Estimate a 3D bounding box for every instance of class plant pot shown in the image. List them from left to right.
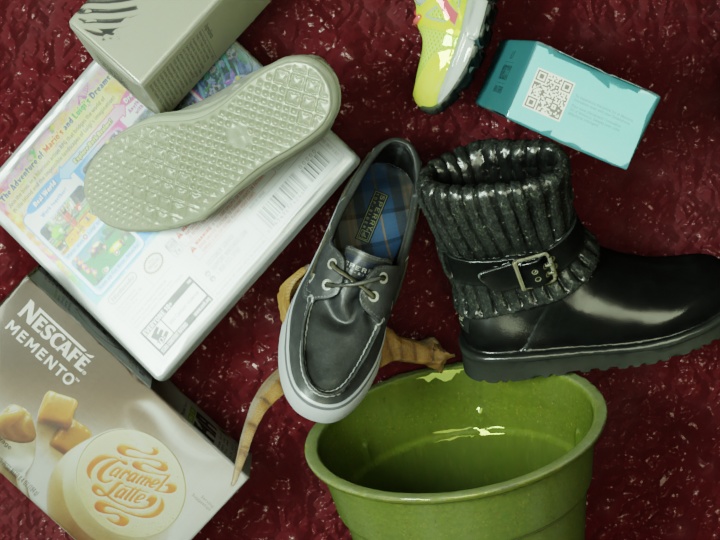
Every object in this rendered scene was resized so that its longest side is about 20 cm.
[{"bbox_3d":[0.074,0.187,1.249,0.198,0.200,0.192,-9,110,0],"label":"plant pot"}]

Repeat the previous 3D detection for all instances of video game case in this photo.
[{"bbox_3d":[-0.130,-0.061,1.255,0.182,0.024,0.200,43,95,10],"label":"video game case"}]

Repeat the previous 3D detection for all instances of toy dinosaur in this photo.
[{"bbox_3d":[-0.023,0.056,1.242,0.199,0.061,0.106,-17,55,-32],"label":"toy dinosaur"}]

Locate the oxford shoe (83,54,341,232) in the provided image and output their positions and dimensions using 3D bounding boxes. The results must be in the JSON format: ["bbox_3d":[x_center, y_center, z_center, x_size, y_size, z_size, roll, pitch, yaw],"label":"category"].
[{"bbox_3d":[-0.091,-0.081,1.211,0.199,0.058,0.076,-26,96,23],"label":"oxford shoe"}]

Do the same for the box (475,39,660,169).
[{"bbox_3d":[0.126,-0.108,1.189,0.082,0.200,0.049,23,96,-4],"label":"box"}]

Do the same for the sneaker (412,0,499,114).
[{"bbox_3d":[0.052,-0.205,1.244,0.089,0.078,0.202,11,92,5],"label":"sneaker"}]

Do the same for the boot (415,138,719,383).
[{"bbox_3d":[0.149,-0.016,1.240,0.209,0.080,0.159,-12,117,0],"label":"boot"}]

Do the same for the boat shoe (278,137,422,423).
[{"bbox_3d":[0.000,0.000,1.217,0.069,0.066,0.201,22,61,2],"label":"boat shoe"}]

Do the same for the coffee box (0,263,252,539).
[{"bbox_3d":[-0.183,0.105,1.269,0.200,0.080,0.114,44,94,-7],"label":"coffee box"}]

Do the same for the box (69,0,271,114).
[{"bbox_3d":[-0.092,-0.200,1.210,0.068,0.082,0.200,40,83,11],"label":"box"}]
